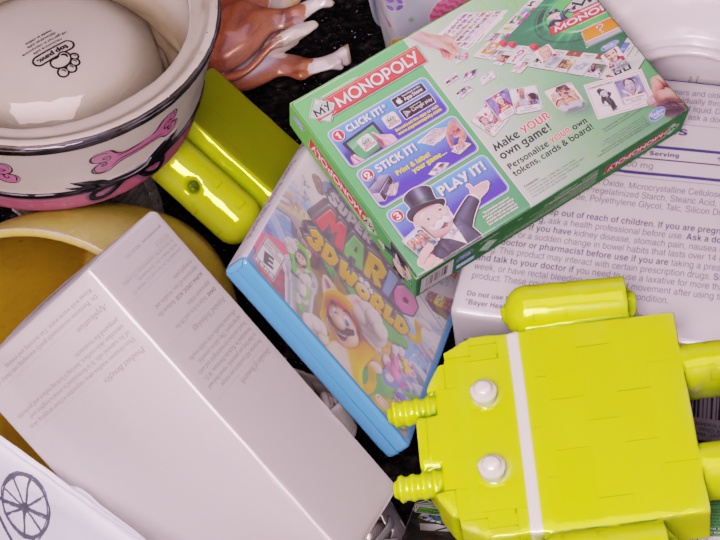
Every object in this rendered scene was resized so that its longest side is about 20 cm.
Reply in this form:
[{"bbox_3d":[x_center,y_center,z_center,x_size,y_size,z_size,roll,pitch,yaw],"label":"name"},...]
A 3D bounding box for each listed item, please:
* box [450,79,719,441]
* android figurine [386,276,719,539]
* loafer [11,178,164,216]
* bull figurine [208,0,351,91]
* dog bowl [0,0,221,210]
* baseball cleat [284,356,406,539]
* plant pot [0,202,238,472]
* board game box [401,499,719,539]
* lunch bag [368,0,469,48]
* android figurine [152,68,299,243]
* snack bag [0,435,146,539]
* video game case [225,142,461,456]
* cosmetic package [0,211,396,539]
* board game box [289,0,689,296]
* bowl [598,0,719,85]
[{"bbox_3d":[0.164,-0.013,1.083,0.182,0.105,0.201,8,55,14],"label":"box"},{"bbox_3d":[0.113,0.086,0.936,0.198,0.041,0.184,-5,55,5],"label":"android figurine"},{"bbox_3d":[-0.204,-0.070,1.141,0.069,0.200,0.075,7,56,50],"label":"loafer"},{"bbox_3d":[-0.075,-0.209,1.292,0.120,0.065,0.201,-10,52,4],"label":"bull figurine"},{"bbox_3d":[-0.177,-0.119,1.011,0.198,0.074,0.202,0,50,0],"label":"dog bowl"},{"bbox_3d":[-0.012,0.136,0.993,0.069,0.107,0.200,-25,55,-18],"label":"baseball cleat"},{"bbox_3d":[-0.148,0.039,1.053,0.198,0.202,0.142,11,29,16],"label":"plant pot"},{"bbox_3d":[0.126,0.137,0.955,0.198,0.024,0.105,1,27,18],"label":"board game box"},{"bbox_3d":[0.061,-0.213,1.213,0.126,0.170,0.202,-7,54,8],"label":"lunch bag"},{"bbox_3d":[-0.072,-0.064,1.121,0.200,0.182,0.041,43,107,-6],"label":"android figurine"},{"bbox_3d":[-0.168,0.186,0.938,0.199,0.190,0.021,30,32,27],"label":"snack bag"},{"bbox_3d":[0.000,0.000,1.046,0.018,0.143,0.200,-33,16,29],"label":"video game case"},{"bbox_3d":[-0.091,0.085,0.923,0.113,0.200,0.081,-36,9,31],"label":"cosmetic package"},{"bbox_3d":[0.076,-0.091,1.051,0.199,0.029,0.135,-31,70,-15],"label":"board game box"},{"bbox_3d":[0.218,-0.148,1.131,0.199,0.202,0.091,8,65,14],"label":"bowl"}]
